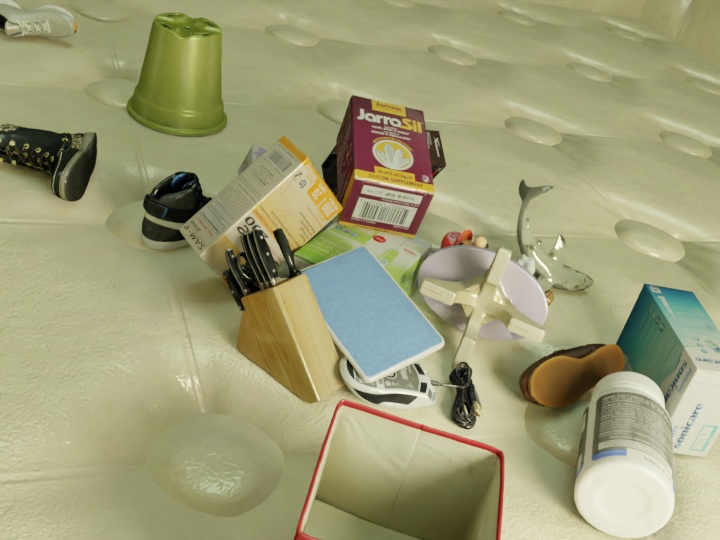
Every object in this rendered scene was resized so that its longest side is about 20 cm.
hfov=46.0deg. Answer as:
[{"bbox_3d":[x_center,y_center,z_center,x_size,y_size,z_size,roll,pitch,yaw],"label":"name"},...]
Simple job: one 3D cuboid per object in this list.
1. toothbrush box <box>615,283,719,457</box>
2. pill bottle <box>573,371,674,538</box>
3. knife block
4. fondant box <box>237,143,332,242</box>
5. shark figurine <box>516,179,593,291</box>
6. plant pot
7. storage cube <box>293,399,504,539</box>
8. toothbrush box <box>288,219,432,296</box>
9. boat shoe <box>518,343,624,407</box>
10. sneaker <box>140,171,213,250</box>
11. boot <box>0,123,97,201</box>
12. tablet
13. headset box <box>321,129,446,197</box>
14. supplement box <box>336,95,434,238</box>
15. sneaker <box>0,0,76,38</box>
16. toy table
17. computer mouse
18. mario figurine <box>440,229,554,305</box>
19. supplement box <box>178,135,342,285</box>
[{"bbox_3d":[0.443,0.137,1.198,0.084,0.148,0.201,9,31,-9],"label":"toothbrush box"},{"bbox_3d":[0.328,0.219,1.048,0.113,0.115,0.200,20,32,8],"label":"pill bottle"},{"bbox_3d":[-0.092,0.045,1.077,0.199,0.177,0.064,33,36,27],"label":"knife block"},{"bbox_3d":[-0.126,-0.121,1.388,0.143,0.059,0.200,25,21,-19],"label":"fondant box"},{"bbox_3d":[0.297,-0.041,1.463,0.127,0.216,0.089,-29,5,-14],"label":"shark figurine"},{"bbox_3d":[-0.344,-0.389,1.645,0.198,0.186,0.201,11,31,-7],"label":"plant pot"},{"bbox_3d":[0.024,0.262,0.783,0.169,0.181,0.200,17,30,2],"label":"storage cube"},{"bbox_3d":[0.000,0.000,1.278,0.145,0.087,0.200,26,31,16],"label":"toothbrush box"},{"bbox_3d":[0.288,0.148,1.199,0.198,0.071,0.070,-7,0,-38],"label":"boat shoe"},{"bbox_3d":[-0.239,-0.101,1.305,0.199,0.113,0.073,-18,45,-42],"label":"sneaker"},{"bbox_3d":[-0.508,-0.173,1.342,0.152,0.074,0.204,7,28,-9],"label":"boot"},{"bbox_3d":[0.007,0.053,1.130,0.129,0.014,0.200,-22,55,-26],"label":"tablet"},{"bbox_3d":[0.030,-0.189,1.518,0.198,0.149,0.076,-1,69,-24],"label":"headset box"},{"bbox_3d":[0.035,-0.164,1.329,0.129,0.104,0.201,9,46,-13],"label":"supplement box"},{"bbox_3d":[-0.712,-0.525,1.818,0.198,0.076,0.092,8,39,3],"label":"sneaker"},{"bbox_3d":[0.173,0.045,1.220,0.198,0.186,0.117,11,13,9],"label":"toy table"},{"bbox_3d":[0.061,0.152,1.108,0.198,0.044,0.110,12,37,-16],"label":"computer mouse"},{"bbox_3d":[0.214,-0.003,1.353,0.199,0.106,0.123,38,2,19],"label":"mario figurine"},{"bbox_3d":[-0.137,-0.072,1.197,0.200,0.126,0.074,-43,51,-4],"label":"supplement box"}]
